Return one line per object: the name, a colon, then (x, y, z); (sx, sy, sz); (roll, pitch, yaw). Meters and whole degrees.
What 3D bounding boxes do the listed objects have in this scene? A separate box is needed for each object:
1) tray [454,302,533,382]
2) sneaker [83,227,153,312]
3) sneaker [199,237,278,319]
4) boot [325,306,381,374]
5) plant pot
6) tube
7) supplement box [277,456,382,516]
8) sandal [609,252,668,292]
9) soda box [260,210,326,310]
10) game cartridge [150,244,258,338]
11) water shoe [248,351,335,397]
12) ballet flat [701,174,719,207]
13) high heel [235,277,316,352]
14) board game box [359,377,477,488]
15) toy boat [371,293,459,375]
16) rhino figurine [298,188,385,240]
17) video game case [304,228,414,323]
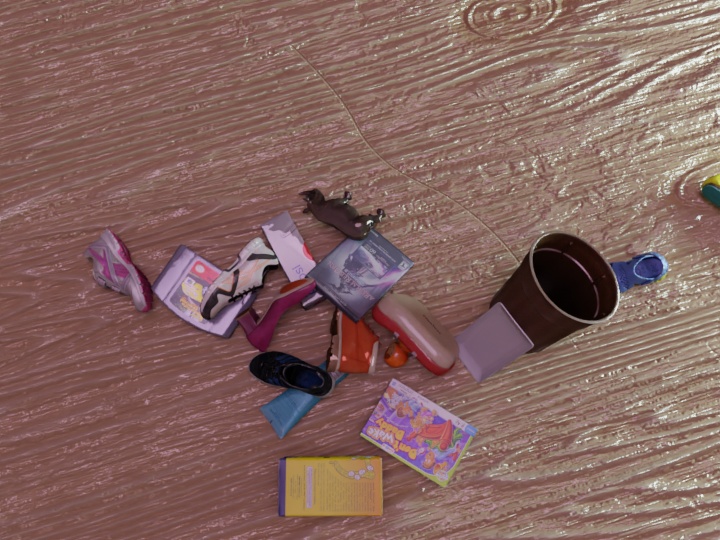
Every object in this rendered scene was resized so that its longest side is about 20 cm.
tray: (0.261, 0.144, 1.567); (0.022, 0.200, 0.108); (-31, 79, -37)
sneaker: (-0.506, 0.013, 1.638); (0.088, 0.081, 0.200); (-35, 72, -6)
sneaker: (-0.247, 0.027, 1.601); (0.080, 0.074, 0.200); (40, 81, 5)
boot: (-0.009, 0.124, 1.603); (0.107, 0.075, 0.201); (9, 55, -7)
plant pot: (0.365, 0.057, 1.547); (0.199, 0.198, 0.201); (13, 56, -20)
tube: (-0.108, 0.250, 1.605); (0.200, 0.050, 0.077); (-39, 67, -4)
supplement box: (-0.058, 0.420, 1.537); (0.199, 0.109, 0.110); (0, 78, -1)
sandal: (0.557, 0.007, 1.639); (0.199, 0.087, 0.080); (-22, 81, -3)
soda box: (-0.135, -0.020, 1.650); (0.068, 0.063, 0.201); (-27, 80, -6)
game cartridge: (-0.333, 0.050, 1.650); (0.200, 0.041, 0.133); (32, 84, 6)
water shoe: (-0.146, 0.198, 1.571); (0.199, 0.079, 0.072); (10, 73, 24)
ballet flat: (0.825, -0.132, 1.684); (0.067, 0.067, 0.200); (-38, 79, -29)
high heel: (-0.154, 0.090, 1.601); (0.200, 0.067, 0.096); (-28, 107, 24)
board game box: (0.116, 0.328, 1.589); (0.200, 0.045, 0.135); (30, 80, 5)
toy boat: (0.096, 0.146, 1.603); (0.200, 0.130, 0.131); (47, 111, 8)
rhino figurine: (-0.051, -0.127, 1.662); (0.200, 0.060, 0.087); (28, 55, 21)
video game case: (0.000, 0.000, 1.629); (0.143, 0.019, 0.200); (40, 56, 9)
